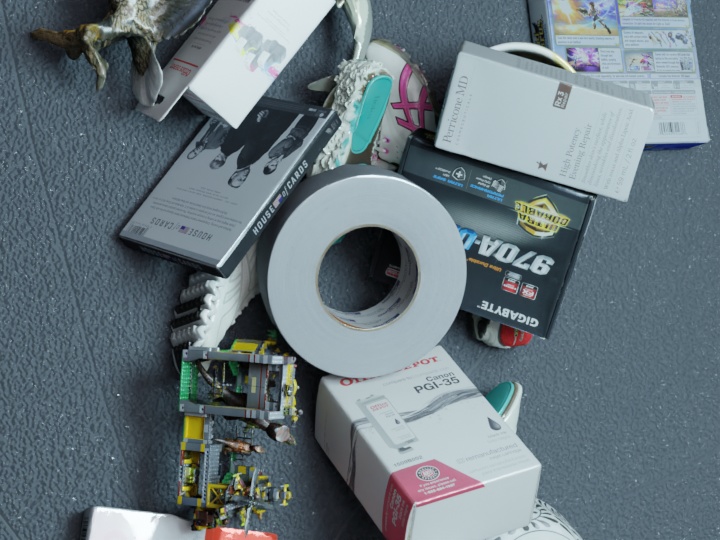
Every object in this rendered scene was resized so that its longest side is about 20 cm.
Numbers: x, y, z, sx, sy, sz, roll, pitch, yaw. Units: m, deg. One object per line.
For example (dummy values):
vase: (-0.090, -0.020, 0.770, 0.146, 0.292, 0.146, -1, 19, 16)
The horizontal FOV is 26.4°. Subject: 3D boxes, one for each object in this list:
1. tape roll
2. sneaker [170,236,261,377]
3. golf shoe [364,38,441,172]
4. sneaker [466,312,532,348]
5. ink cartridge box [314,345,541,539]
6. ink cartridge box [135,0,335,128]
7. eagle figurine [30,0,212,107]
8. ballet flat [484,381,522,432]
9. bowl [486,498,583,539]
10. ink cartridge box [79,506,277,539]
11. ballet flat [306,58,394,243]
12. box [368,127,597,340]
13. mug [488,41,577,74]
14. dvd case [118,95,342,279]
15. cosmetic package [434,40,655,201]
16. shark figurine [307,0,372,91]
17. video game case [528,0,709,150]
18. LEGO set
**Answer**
tape roll: (0.000, 0.000, 1.499, 0.199, 0.066, 0.202, -3, 103, -14)
sneaker: (-0.129, 0.014, 1.519, 0.081, 0.075, 0.201, 24, 73, -28)
golf shoe: (0.043, -0.146, 1.616, 0.092, 0.073, 0.201, -27, 93, -23)
sneaker: (0.171, -0.015, 1.657, 0.084, 0.077, 0.202, 15, 86, -26)
ink cartridge box: (0.060, 0.174, 1.498, 0.146, 0.200, 0.083, -13, 129, -25)
ink cartridge box: (-0.126, -0.211, 1.511, 0.068, 0.115, 0.200, 40, 86, -24)
eagle figurine: (-0.206, -0.277, 1.477, 0.151, 0.151, 0.200, 38, 70, 16)
ballet flat: (0.115, 0.207, 1.595, 0.069, 0.069, 0.200, 42, 75, -12)
bowl: (0.175, 0.328, 1.583, 0.199, 0.094, 0.202, 5, 79, -23)
ink cartridge box: (-0.174, 0.316, 1.458, 0.199, 0.057, 0.164, 10, 77, -17)
ballet flat: (-0.020, -0.125, 1.576, 0.071, 0.072, 0.201, 13, 108, -21)
box: (0.124, -0.038, 1.561, 0.199, 0.046, 0.160, 20, 110, 9)
mug: (0.181, -0.164, 1.623, 0.186, 0.153, 0.150, 38, 107, -5)
dvd case: (-0.127, -0.088, 1.497, 0.201, 0.150, 0.025, -55, 136, -20)
cosmetic package: (0.179, -0.147, 1.511, 0.199, 0.074, 0.102, 15, 109, 1)
shark figurine: (-0.019, -0.281, 1.614, 0.127, 0.089, 0.216, -24, 82, 9)
video game case: (0.295, -0.229, 1.754, 0.199, 0.045, 0.183, -3, 84, -24)
LEGO set: (-0.092, 0.150, 1.445, 0.154, 0.115, 0.202, 26, 69, -62)
